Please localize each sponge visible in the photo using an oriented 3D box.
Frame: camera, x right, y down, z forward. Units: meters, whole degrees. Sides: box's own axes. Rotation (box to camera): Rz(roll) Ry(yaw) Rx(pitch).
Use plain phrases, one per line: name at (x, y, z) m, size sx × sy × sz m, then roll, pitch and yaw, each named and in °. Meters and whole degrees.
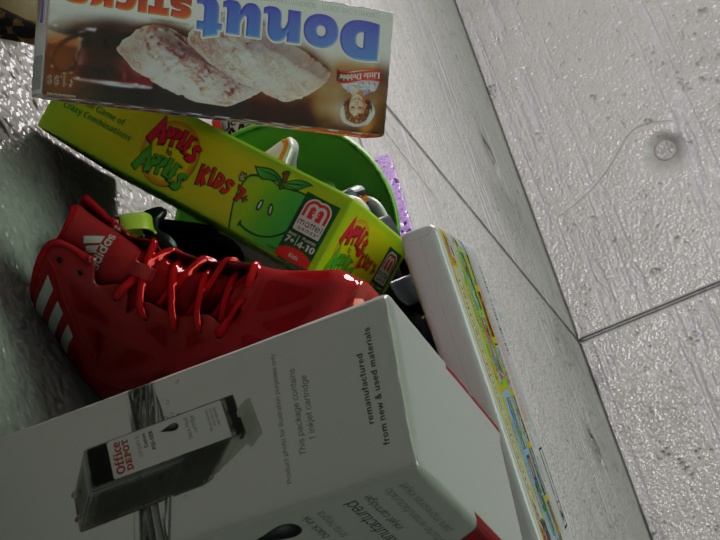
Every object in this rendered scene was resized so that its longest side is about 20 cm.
sponge at (0.029, -0.003, 1.182) m, size 0.200 × 0.030 × 0.112 m, roll -98°, pitch 179°, yaw -65°

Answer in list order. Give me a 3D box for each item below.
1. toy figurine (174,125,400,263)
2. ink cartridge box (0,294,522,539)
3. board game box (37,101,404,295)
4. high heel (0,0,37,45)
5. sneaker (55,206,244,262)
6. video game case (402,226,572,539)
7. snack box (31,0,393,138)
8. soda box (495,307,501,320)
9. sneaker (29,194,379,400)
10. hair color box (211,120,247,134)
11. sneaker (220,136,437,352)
toy figurine at (-0.041, 0.004, 1.079) m, size 0.184 × 0.149 × 0.202 m, roll 18°, pitch 71°, yaw -85°
ink cartridge box at (-0.045, 0.108, 0.672) m, size 0.147 × 0.199 × 0.083 m, roll 49°, pitch 25°, yaw -52°
board game box at (-0.078, -0.049, 0.880) m, size 0.199 × 0.048 × 0.102 m, roll 28°, pitch -4°, yaw 23°
high heel at (-0.124, -0.142, 0.840) m, size 0.143 × 0.198 × 0.072 m, roll -37°, pitch 135°, yaw -80°
sneaker at (-0.096, 0.018, 0.873) m, size 0.200 × 0.082 × 0.072 m, roll 40°, pitch 30°, yaw -64°
video game case at (0.077, 0.077, 0.882) m, size 0.182 × 0.023 × 0.201 m, roll 15°, pitch 56°, yaw -79°
snack box at (-0.077, -0.118, 0.830) m, size 0.024 × 0.199 × 0.072 m, roll 4°, pitch -90°, yaw 63°
soda box at (0.066, 0.107, 1.201) m, size 0.068 × 0.063 × 0.201 m, roll 28°, pitch 43°, yaw -21°
sneaker at (-0.091, 0.015, 0.725) m, size 0.116 × 0.199 × 0.079 m, roll 50°, pitch 45°, yaw -22°
hair color box at (-0.045, -0.040, 1.234) m, size 0.101 × 0.061 × 0.201 m, roll -23°, pitch 91°, yaw -78°
sneaker at (0.000, 0.000, 0.944) m, size 0.200 × 0.080 × 0.078 m, roll 41°, pitch 5°, yaw 3°
